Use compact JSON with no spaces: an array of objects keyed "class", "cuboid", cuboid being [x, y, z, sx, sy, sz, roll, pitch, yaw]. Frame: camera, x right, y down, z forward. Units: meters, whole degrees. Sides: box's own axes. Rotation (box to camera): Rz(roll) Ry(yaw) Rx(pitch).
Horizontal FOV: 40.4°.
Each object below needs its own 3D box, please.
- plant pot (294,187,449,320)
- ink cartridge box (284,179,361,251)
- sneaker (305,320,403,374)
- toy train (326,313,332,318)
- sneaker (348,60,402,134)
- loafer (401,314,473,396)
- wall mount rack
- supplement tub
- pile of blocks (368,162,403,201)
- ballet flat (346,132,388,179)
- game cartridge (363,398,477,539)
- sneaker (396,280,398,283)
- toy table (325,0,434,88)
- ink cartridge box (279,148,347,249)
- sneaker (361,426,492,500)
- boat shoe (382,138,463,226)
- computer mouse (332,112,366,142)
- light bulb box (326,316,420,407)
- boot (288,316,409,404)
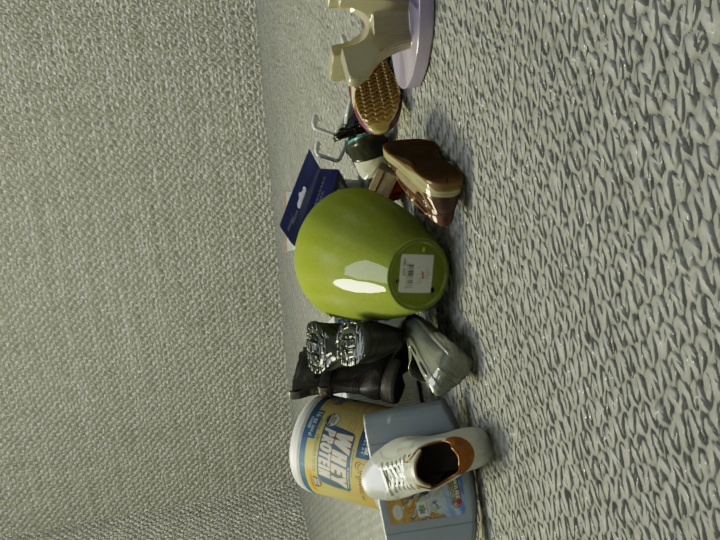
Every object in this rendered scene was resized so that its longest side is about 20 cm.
[{"class":"plant pot","cuboid":[0.031,-0.008,1.323,0.199,0.184,0.191,20,119,63]},{"class":"ink cartridge box","cuboid":[-0.078,-0.101,1.756,0.050,0.198,0.111,10,105,41]},{"class":"sneaker","cuboid":[-0.012,0.106,1.377,0.199,0.089,0.077,-4,88,59]},{"class":"toy train","cuboid":[-0.039,0.030,1.801,0.114,0.085,0.200,45,-167,0]},{"class":"sneaker","cuboid":[0.022,-0.253,1.454,0.091,0.074,0.202,81,180,-47]},{"class":"loafer","cuboid":[0.087,0.110,1.293,0.070,0.070,0.200,-52,15,1]},{"class":"wall mount rack","cuboid":[-0.029,-0.287,1.662,0.200,0.073,0.176,91,-160,-75]},{"class":"supplement tub","cuboid":[0.012,0.266,1.415,0.144,0.197,0.147,-21,-66,-58]},{"class":"pile of blocks","cuboid":[0.018,-0.064,1.485,0.082,0.061,0.203,113,-178,-84]},{"class":"ballet flat","cuboid":[0.015,-0.183,1.559,0.200,0.067,0.070,-97,-10,-83]},{"class":"game cartridge","cuboid":[0.084,0.278,1.292,0.041,0.131,0.204,0,-102,-70]},{"class":"sneaker","cuboid":[0.001,-0.019,1.629,0.076,0.098,0.202,76,178,-45]},{"class":"toy table","cuboid":[0.021,-0.314,1.258,0.202,0.115,0.186,95,164,-47]},{"class":"ink cartridge box","cuboid":[-0.054,-0.072,1.667,0.199,0.046,0.201,-74,-33,-42]},{"class":"sneaker","cuboid":[0.063,0.243,1.218,0.199,0.084,0.074,-29,78,35]},{"class":"boat shoe","cuboid":[0.076,-0.112,1.236,0.200,0.071,0.073,-128,33,-60]},{"class":"computer mouse","cuboid":[-0.009,-0.227,1.509,0.200,0.058,0.035,-53,-51,-73]},{"class":"light bulb box","cuboid":[0.016,0.172,1.624,0.198,0.123,0.204,133,127,-78]},{"class":"boot","cuboid":[-0.010,0.129,1.475,0.201,0.171,0.070,-61,-31,-56]}]
